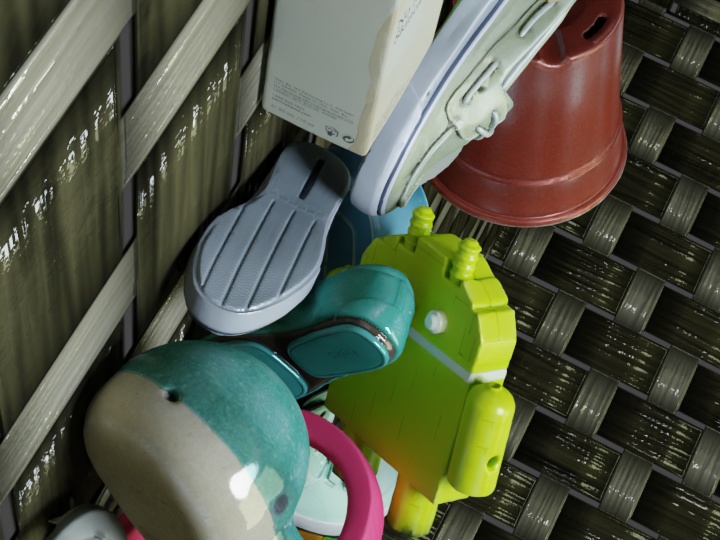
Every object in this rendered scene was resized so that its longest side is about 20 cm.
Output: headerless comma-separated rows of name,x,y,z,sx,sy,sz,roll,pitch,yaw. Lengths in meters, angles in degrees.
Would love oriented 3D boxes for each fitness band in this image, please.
fitness band,-0.077,0.177,1.078,0.200,0.144,0.037,-42,147,-8

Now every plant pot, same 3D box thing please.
plant pot,0.149,-0.178,1.522,0.202,0.199,0.196,-59,163,-31

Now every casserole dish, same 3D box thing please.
casserole dish,0.000,0.000,1.180,0.039,0.121,0.202,-15,127,-25

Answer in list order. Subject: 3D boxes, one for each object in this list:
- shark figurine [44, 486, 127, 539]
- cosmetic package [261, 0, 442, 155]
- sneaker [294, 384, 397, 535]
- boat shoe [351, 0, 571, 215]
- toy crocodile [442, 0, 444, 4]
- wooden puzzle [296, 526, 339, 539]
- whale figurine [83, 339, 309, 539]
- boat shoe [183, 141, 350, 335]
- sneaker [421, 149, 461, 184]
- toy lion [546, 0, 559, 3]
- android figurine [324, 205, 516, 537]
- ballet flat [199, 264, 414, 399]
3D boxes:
shark figurine,-0.146,0.176,1.000,0.129,0.089,0.215,-62,174,-23
cosmetic package,0.005,-0.167,0.937,0.104,0.073,0.200,-61,173,-29
sneaker,-0.022,0.121,1.208,0.199,0.074,0.118,13,129,-42
boat shoe,0.066,-0.115,1.076,0.201,0.062,0.072,-57,174,-5
toy crocodile,0.045,-0.233,1.006,0.062,0.067,0.201,-59,171,-36
wooden puzzle,-0.070,0.197,1.212,0.185,0.198,0.047,46,54,-82
whale figurine,-0.079,0.120,0.978,0.104,0.158,0.201,-43,146,-24
boat shoe,-0.056,-0.009,1.056,0.062,0.072,0.200,-63,176,34
sneaker,0.000,-0.069,1.289,0.200,0.072,0.072,-42,145,-34
toy lion,0.101,-0.275,0.918,0.193,0.068,0.201,-92,166,-47
android figurine,0.034,0.060,1.075,0.041,0.182,0.202,-7,123,-37
ballet flat,-0.034,0.039,1.079,0.199,0.067,0.071,-18,-147,48
